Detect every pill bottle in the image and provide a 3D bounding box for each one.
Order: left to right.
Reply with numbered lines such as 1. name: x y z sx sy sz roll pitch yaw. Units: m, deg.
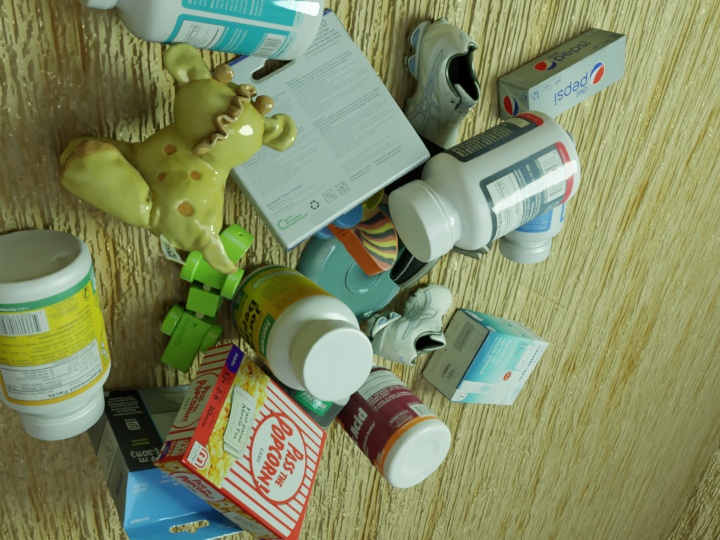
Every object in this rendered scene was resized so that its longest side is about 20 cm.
1. pill bottle: -0.315 0.070 0.633 0.113 0.113 0.200 -17 127 -30
2. pill bottle: -0.139 -0.254 0.558 0.200 0.111 0.111 -5 121 -37
3. pill bottle: -0.086 0.182 0.892 0.200 0.113 0.113 -53 136 2
4. pill bottle: -0.070 0.072 0.745 0.113 0.200 0.113 -10 112 -27
5. pill bottle: 0.030 0.215 0.945 0.114 0.200 0.114 -20 128 -28
6. pill bottle: 0.139 -0.093 0.733 0.200 0.120 0.120 -27 132 -14
7. pill bottle: 0.261 -0.114 0.974 0.112 0.112 0.200 -23 130 -26

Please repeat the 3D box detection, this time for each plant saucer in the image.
1. plant saucer: 0.000 0.000 0.902 0.200 0.027 0.200 -20 129 -27

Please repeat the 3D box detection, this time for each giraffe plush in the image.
1. giraffe plush: -0.158 -0.110 0.580 0.173 0.200 0.162 29 93 -47

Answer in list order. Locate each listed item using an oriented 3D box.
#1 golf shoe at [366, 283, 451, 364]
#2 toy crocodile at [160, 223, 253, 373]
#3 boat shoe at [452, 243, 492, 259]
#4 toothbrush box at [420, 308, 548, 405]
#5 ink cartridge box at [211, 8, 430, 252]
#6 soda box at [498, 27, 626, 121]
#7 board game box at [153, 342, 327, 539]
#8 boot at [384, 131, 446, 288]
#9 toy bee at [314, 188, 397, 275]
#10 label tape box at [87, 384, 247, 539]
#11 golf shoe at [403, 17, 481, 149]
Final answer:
1. golf shoe: 0.097 0.089 0.963 0.200 0.097 0.078 -30 138 -43
2. toy crocodile: -0.186 0.036 0.756 0.067 0.062 0.200 24 108 -5
3. boat shoe: 0.162 -0.055 0.924 0.200 0.067 0.057 20 87 -81
4. toothbrush box: 0.230 0.162 1.154 0.200 0.085 0.147 15 108 -45
5. ink cartridge box: -0.057 -0.154 0.690 0.200 0.041 0.200 -34 91 -15
6. soda box: 0.296 -0.281 0.923 0.200 0.063 0.068 -32 132 -18
7. board game box: -0.127 0.205 0.733 0.200 0.046 0.152 52 37 -33
8. boot: 0.057 -0.087 0.837 0.154 0.073 0.204 28 111 -16
9. toy bee: -0.018 -0.094 0.768 0.200 0.131 0.109 54 55 -35
10. label tape box: -0.221 0.223 0.747 0.143 0.200 0.066 4 116 -41
11. golf shoe: 0.107 -0.209 0.798 0.078 0.097 0.200 -30 134 -22
